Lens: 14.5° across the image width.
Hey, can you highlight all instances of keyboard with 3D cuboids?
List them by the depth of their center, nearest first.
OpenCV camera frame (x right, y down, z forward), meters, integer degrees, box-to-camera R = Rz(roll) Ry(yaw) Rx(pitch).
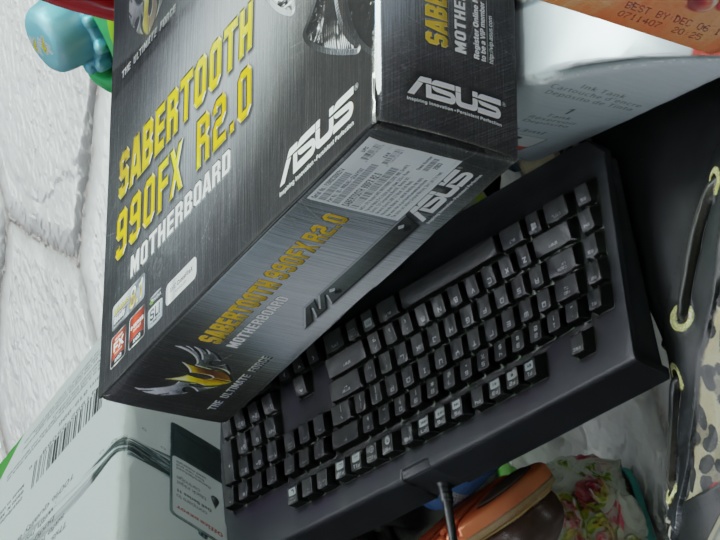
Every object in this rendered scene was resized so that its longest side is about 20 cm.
[{"bbox_3d":[0.019,0.053,0.857,0.200,0.021,0.127,-32,62,46],"label":"keyboard"}]

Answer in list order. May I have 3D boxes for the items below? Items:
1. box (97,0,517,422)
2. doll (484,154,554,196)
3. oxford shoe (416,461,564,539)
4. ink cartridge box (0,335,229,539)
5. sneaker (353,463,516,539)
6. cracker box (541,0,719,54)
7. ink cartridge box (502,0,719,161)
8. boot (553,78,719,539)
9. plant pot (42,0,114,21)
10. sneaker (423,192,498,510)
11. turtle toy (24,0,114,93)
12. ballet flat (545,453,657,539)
[{"bbox_3d":[-0.021,-0.063,0.873,0.200,0.048,0.159,-41,43,53],"label":"box"},{"bbox_3d":[0.023,-0.030,1.025,0.136,0.048,0.201,5,88,46],"label":"doll"},{"bbox_3d":[0.020,0.143,0.945,0.073,0.071,0.200,42,125,10],"label":"oxford shoe"},{"bbox_3d":[-0.094,0.124,1.001,0.147,0.083,0.200,-50,17,18],"label":"ink cartridge box"},{"bbox_3d":[0.007,0.093,1.092,0.200,0.084,0.077,-140,44,-60],"label":"sneaker"},{"bbox_3d":[0.037,-0.162,0.724,0.058,0.134,0.200,-44,43,42],"label":"cracker box"},{"bbox_3d":[0.083,-0.129,0.786,0.200,0.050,0.163,152,129,-66],"label":"ink cartridge box"},{"bbox_3d":[0.109,0.025,0.838,0.154,0.073,0.204,-125,34,-56],"label":"boot"},{"bbox_3d":[-0.054,-0.207,0.959,0.200,0.200,0.183,125,148,-60],"label":"plant pot"},{"bbox_3d":[0.000,0.000,0.945,0.105,0.076,0.200,-52,44,16],"label":"sneaker"},{"bbox_3d":[-0.066,-0.113,1.120,0.101,0.200,0.146,-14,64,28],"label":"turtle toy"},{"bbox_3d":[0.086,0.155,0.944,0.076,0.064,0.200,113,142,-54],"label":"ballet flat"}]
